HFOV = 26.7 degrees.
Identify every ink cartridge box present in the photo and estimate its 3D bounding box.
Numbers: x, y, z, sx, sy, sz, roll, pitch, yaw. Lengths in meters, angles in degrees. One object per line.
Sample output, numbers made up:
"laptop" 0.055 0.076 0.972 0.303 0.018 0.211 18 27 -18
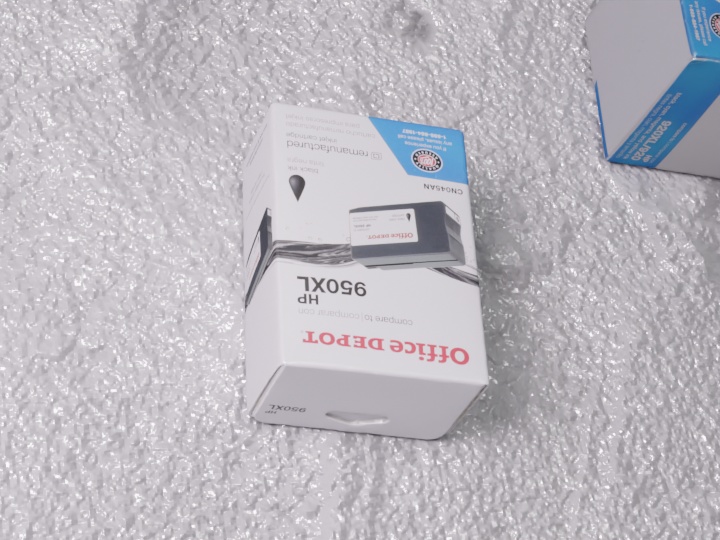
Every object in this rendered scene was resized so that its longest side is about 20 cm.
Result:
"ink cartridge box" 0.304 -0.169 1.201 0.198 0.145 0.148 7 58 -17
"ink cartridge box" 0.000 0.000 1.015 0.143 0.084 0.202 7 59 -17
